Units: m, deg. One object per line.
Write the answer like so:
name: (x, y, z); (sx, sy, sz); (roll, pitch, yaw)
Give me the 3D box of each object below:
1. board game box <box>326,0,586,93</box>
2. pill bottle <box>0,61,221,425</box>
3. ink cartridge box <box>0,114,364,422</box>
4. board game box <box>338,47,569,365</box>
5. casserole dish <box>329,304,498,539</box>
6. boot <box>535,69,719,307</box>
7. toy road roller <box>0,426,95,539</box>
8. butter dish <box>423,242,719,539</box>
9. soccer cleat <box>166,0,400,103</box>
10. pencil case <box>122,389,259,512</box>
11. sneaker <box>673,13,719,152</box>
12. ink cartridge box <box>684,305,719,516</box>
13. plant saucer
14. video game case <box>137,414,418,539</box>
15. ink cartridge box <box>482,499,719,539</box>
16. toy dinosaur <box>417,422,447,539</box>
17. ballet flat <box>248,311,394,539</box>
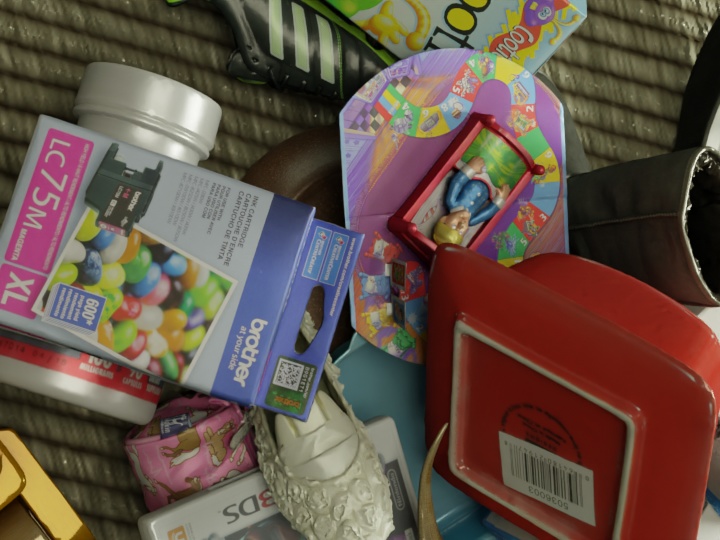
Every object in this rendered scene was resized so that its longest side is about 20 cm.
board game box: (0.040, -0.209, 1.052); (0.199, 0.105, 0.103); (36, 118, -14)
pill bottle: (-0.156, -0.018, 0.989); (0.118, 0.119, 0.203); (18, 82, -17)
ink cartridge box: (-0.106, 0.001, 0.913); (0.198, 0.042, 0.121); (19, 82, -4)
board game box: (0.069, -0.037, 1.008); (0.156, 0.039, 0.203); (-6, 99, -20)
casserole dish: (0.039, 0.108, 1.072); (0.120, 0.039, 0.202); (-28, 115, -14)
boot: (0.163, -0.061, 1.058); (0.072, 0.200, 0.184); (-22, 95, -17)
toy road roller: (-0.248, 0.135, 0.940); (0.123, 0.146, 0.201); (-38, 100, -16)
butter dish: (0.149, 0.069, 0.987); (0.147, 0.199, 0.201); (-37, 142, -37)
soccer cleat: (-0.039, -0.145, 1.070); (0.199, 0.068, 0.081); (39, 91, -11)
pencil case: (-0.077, 0.174, 1.029); (0.082, 0.086, 0.202); (-27, 100, -25)
sneaker: (0.296, -0.086, 1.164); (0.119, 0.084, 0.203); (12, 92, -13)
ink cartridge box: (0.237, 0.078, 1.116); (0.068, 0.116, 0.201); (-37, 99, -17)
plant saucer: (0.000, 0.000, 1.088); (0.198, 0.037, 0.204); (1, 87, -18)
video game case: (-0.028, 0.214, 0.991); (0.180, 0.023, 0.203); (-20, 97, -30)
ink cartridge box: (0.187, 0.196, 1.113); (0.116, 0.068, 0.200); (-49, 120, -14)
toy dinosaur: (0.048, 0.204, 1.004); (0.101, 0.058, 0.202); (-39, 114, -43)
ballet flat: (-0.040, 0.080, 0.967); (0.071, 0.072, 0.201); (-16, 49, -15)
